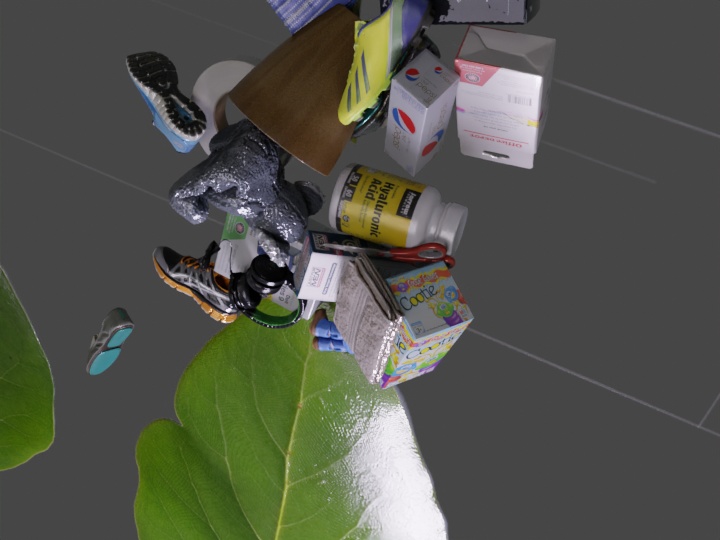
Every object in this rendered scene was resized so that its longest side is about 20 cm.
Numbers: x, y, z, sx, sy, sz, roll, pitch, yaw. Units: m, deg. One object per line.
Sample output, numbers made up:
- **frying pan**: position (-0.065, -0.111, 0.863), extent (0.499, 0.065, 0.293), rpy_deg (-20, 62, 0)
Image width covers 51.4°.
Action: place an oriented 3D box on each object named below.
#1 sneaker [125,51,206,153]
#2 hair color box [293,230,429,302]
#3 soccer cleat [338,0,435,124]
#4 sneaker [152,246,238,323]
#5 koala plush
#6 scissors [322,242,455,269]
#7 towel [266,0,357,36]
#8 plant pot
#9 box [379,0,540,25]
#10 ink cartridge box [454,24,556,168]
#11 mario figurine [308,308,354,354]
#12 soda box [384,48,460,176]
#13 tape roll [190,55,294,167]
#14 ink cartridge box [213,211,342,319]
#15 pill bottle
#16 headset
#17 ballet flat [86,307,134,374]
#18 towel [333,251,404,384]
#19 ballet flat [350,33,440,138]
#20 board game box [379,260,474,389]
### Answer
- **sneaker**: position (-0.333, -0.276, 1.241), extent (0.201, 0.078, 0.090), rpy_deg (58, 143, 15)
- **hair color box**: position (0.000, 0.000, 1.211), extent (0.199, 0.061, 0.100), rpy_deg (6, 129, -20)
- **soccer cleat**: position (0.017, -0.282, 0.972), extent (0.083, 0.065, 0.200), rpy_deg (31, 122, -10)
- **sneaker**: position (-0.303, 0.011, 1.419), extent (0.200, 0.078, 0.077), rpy_deg (36, 113, -2)
- **koala plush**: position (-0.153, -0.114, 1.158), extent (0.183, 0.178, 0.200), rpy_deg (-11, 130, 49)
- **scissors**: position (0.044, -0.021, 1.143), extent (0.198, 0.014, 0.073), rpy_deg (0, 154, 16)
- **towel**: position (-0.097, -0.442, 1.090), extent (0.144, 0.024, 0.200), rpy_deg (-33, 100, 34)
- **plant pot**: position (-0.057, -0.273, 1.079), extent (0.186, 0.186, 0.200), rpy_deg (40, 100, -1)
- **box**: position (0.129, -0.399, 0.960), extent (0.199, 0.104, 0.149), rpy_deg (8, 121, 20)
- **ink cartridge box**: position (0.194, -0.230, 1.018), extent (0.116, 0.068, 0.200), rpy_deg (16, 156, 16)
- **mario figurine**: position (0.017, 0.115, 1.331), extent (0.199, 0.123, 0.107), rpy_deg (12, 81, 19)
- **soda box**: position (0.082, -0.213, 1.040), extent (0.064, 0.068, 0.200), rpy_deg (42, 166, 11)
- **tape roll**: position (-0.187, -0.249, 1.234), extent (0.201, 0.037, 0.204), rpy_deg (11, 121, 19)
- **ink cartridge box**: position (-0.140, -0.029, 1.306), extent (0.199, 0.088, 0.146), rpy_deg (27, 125, 6)
- **pill bottle**: position (0.060, -0.089, 1.164), extent (0.199, 0.111, 0.112), rpy_deg (18, 124, 13)
- **headset**: position (-0.180, 0.028, 1.245), extent (0.123, 0.094, 0.200), rpy_deg (-32, 113, 33)
- **ballet flat**: position (-0.547, 0.150, 1.620), extent (0.200, 0.067, 0.064), rpy_deg (-47, 65, 35)
- **towel**: position (0.008, 0.076, 1.139), extent (0.133, 0.034, 0.201), rpy_deg (58, 154, 30)
- **ballet flat**: position (0.052, -0.258, 1.104), extent (0.072, 0.072, 0.200), rpy_deg (40, 127, -1)
- **board game box**: position (0.080, 0.089, 1.163), extent (0.103, 0.104, 0.200), rpy_deg (63, 156, 22)
